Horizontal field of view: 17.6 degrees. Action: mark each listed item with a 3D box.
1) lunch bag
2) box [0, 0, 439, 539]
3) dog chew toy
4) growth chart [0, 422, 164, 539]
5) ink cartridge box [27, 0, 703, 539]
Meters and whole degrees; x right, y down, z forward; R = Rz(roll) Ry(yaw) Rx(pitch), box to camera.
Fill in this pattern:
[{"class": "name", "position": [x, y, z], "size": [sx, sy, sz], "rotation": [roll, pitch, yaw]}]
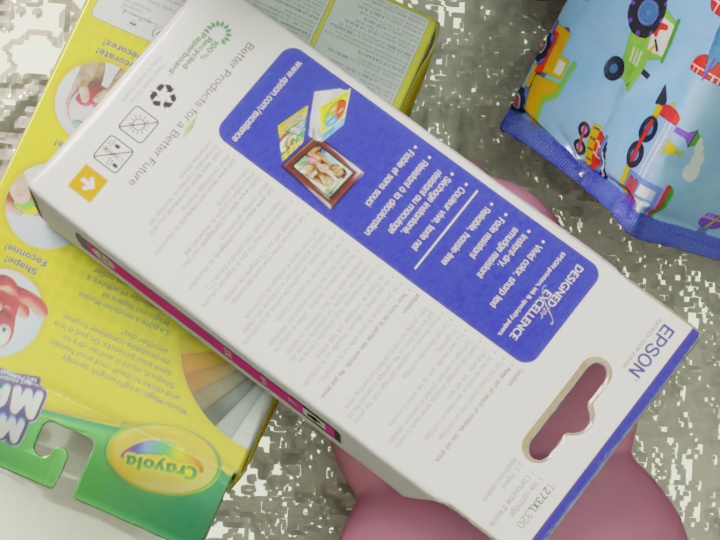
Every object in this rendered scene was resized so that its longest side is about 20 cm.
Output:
[{"class": "lunch bag", "position": [0.175, -0.070, 0.815], "size": [0.200, 0.094, 0.151], "rotation": [18, 107, -36]}, {"class": "box", "position": [-0.064, -0.015, 0.790], "size": [0.117, 0.048, 0.200], "rotation": [24, 74, -1]}, {"class": "dog chew toy", "position": [0.043, 0.061, 0.796], "size": [0.124, 0.125, 0.201], "rotation": [-7, 77, -11]}, {"class": "growth chart", "position": [-0.109, 0.055, 0.816], "size": [0.145, 0.018, 0.200], "rotation": [35, 83, -8]}, {"class": "ink cartridge box", "position": [0.000, 0.000, 0.740], "size": [0.200, 0.037, 0.095], "rotation": [36, 75, 13]}]
